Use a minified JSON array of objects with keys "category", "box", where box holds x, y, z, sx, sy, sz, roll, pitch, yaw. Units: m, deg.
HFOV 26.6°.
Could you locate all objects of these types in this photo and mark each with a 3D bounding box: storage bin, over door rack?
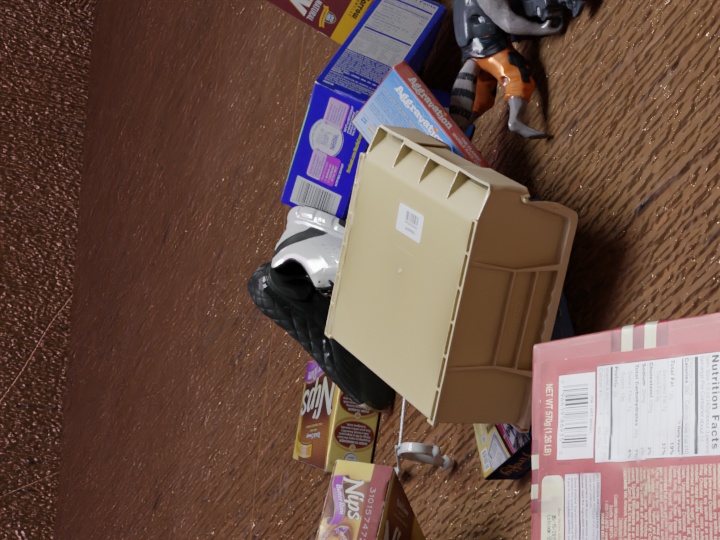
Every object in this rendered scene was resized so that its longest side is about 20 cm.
[{"category":"storage bin","box":[0.069,0.002,1.249,0.200,0.094,0.199,37,120,57]},{"category":"over door rack","box":[0.057,0.118,1.461,0.200,0.067,0.148,121,157,-74]}]

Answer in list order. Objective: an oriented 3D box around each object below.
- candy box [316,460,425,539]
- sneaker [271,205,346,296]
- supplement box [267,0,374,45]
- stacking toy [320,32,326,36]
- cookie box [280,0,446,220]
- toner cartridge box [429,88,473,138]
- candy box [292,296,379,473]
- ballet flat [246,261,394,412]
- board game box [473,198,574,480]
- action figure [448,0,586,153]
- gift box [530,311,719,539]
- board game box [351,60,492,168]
[{"category":"candy box","box":[0.011,0.261,1.326,0.200,0.056,0.117,72,-151,-55]},{"category":"sneaker","box":[0.000,0.000,1.520,0.080,0.200,0.074,-60,-33,-24]},{"category":"supplement box","box":[-0.040,-0.395,1.677,0.133,0.197,0.200,-53,9,52]},{"category":"stacking toy","box":[-0.022,-0.398,1.867,0.200,0.146,0.146,-57,26,16]},{"category":"cookie box","box":[0.004,-0.172,1.578,0.200,0.075,0.171,-59,-8,-45]},{"category":"toner cartridge box","box":[0.054,-0.082,1.584,0.095,0.043,0.200,-114,39,-60]},{"category":"candy box","box":[-0.018,0.119,1.668,0.117,0.056,0.200,180,98,-69]},{"category":"ballet flat","box":[-0.037,0.068,1.590,0.066,0.200,0.057,-45,6,-34]},{"category":"board game box","box":[0.128,0.058,1.282,0.136,0.035,0.200,128,139,-53]},{"category":"action figure","box":[0.126,-0.211,1.368,0.200,0.104,0.194,164,105,-72]},{"category":"gift box","box":[0.206,0.113,0.849,0.200,0.187,0.185,-7,75,54]},{"category":"board game box","box":[0.076,-0.084,1.370,0.200,0.019,0.103,52,149,5]}]
